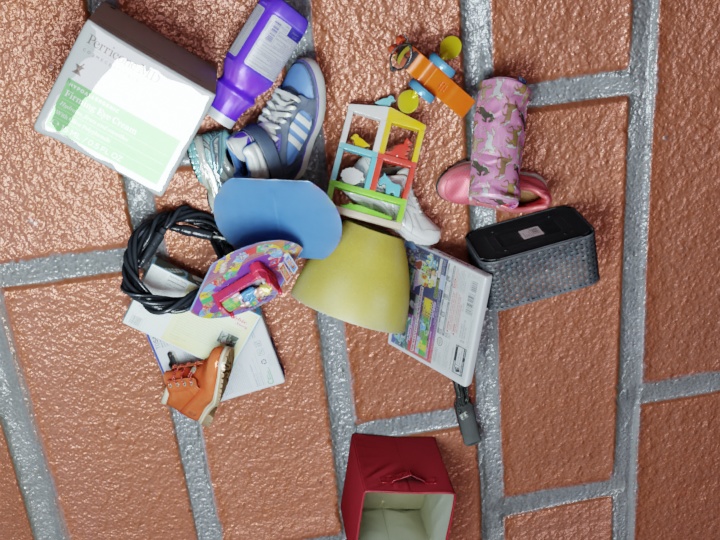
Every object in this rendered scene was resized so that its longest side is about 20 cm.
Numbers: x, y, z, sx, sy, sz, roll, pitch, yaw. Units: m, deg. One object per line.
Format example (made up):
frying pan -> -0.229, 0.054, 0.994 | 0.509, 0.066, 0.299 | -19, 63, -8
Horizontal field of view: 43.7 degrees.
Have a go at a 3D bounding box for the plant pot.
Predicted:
plant pot -> 0.000, 0.000, 1.458 | 0.197, 0.200, 0.144 | 16, 96, -15

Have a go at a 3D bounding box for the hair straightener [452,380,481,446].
hair straightener -> 0.193, 0.238, 1.642 | 0.040, 0.077, 0.203 | -10, 115, -2

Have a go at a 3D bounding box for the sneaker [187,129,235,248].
sneaker -> -0.204, -0.127, 1.421 | 0.085, 0.078, 0.203 | -22, 115, -2

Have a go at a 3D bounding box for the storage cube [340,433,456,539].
storage cube -> 0.064, 0.422, 1.647 | 0.168, 0.180, 0.204 | 4, 112, -10

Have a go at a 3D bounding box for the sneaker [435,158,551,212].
sneaker -> 0.224, -0.135, 1.479 | 0.196, 0.087, 0.075 | 2, 113, -10

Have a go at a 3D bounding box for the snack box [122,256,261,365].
snack box -> -0.275, 0.073, 1.475 | 0.198, 0.037, 0.117 | 27, 107, -16

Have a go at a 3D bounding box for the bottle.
bottle -> -0.159, -0.308, 1.338 | 0.083, 0.065, 0.202 | 23, 104, -50

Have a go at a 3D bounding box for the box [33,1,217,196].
box -> -0.326, -0.248, 1.280 | 0.197, 0.200, 0.173 | 28, 105, -19

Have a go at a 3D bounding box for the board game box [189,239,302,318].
board game box -> -0.169, 0.031, 1.368 | 0.156, 0.039, 0.201 | -10, 149, -36

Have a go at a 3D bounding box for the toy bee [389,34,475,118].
toy bee -> 0.098, -0.319, 1.383 | 0.130, 0.109, 0.201 | -35, 139, -2

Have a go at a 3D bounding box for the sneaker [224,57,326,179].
sneaker -> -0.134, -0.218, 1.354 | 0.145, 0.080, 0.203 | -15, 127, -47

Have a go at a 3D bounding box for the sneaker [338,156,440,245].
sneaker -> 0.066, -0.119, 1.469 | 0.198, 0.078, 0.100 | 33, 102, -21

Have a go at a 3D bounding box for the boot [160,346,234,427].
boot -> -0.270, 0.180, 1.474 | 0.106, 0.076, 0.201 | 25, 135, -6

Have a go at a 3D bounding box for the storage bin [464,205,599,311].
storage bin -> 0.287, -0.023, 1.509 | 0.196, 0.136, 0.095 | -16, 115, -2

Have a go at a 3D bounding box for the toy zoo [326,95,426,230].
toy zoo -> 0.026, -0.178, 1.420 | 0.129, 0.020, 0.204 | 15, 86, -3

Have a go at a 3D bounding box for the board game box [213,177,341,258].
board game box -> -0.123, -0.090, 1.366 | 0.196, 0.039, 0.160 | 3, 137, 8

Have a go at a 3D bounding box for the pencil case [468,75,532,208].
pencil case -> 0.220, -0.201, 1.414 | 0.085, 0.082, 0.204 | 6, 86, 30

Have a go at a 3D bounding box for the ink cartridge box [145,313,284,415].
ink cartridge box -> -0.251, 0.131, 1.545 | 0.197, 0.041, 0.203 | -17, 114, 0

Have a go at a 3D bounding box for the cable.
cable -> -0.288, -0.016, 1.408 | 0.198, 0.051, 0.165 | -24, 85, -30

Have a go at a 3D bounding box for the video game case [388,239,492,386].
video game case -> 0.130, 0.068, 1.517 | 0.023, 0.181, 0.203 | -17, 123, -44
